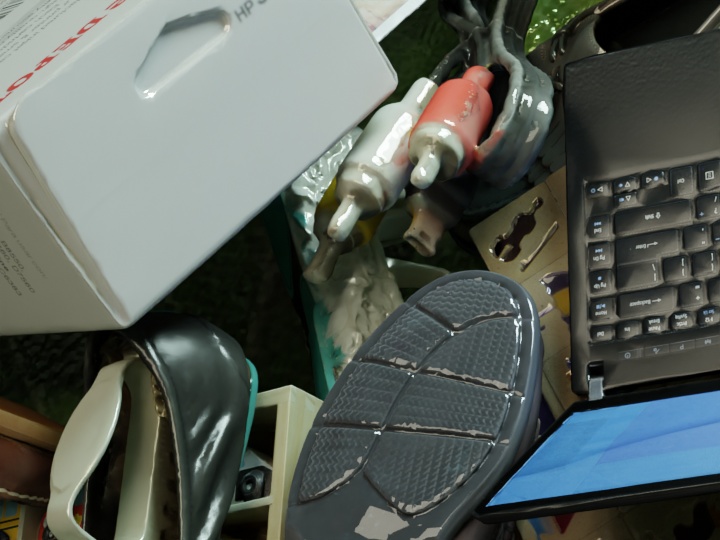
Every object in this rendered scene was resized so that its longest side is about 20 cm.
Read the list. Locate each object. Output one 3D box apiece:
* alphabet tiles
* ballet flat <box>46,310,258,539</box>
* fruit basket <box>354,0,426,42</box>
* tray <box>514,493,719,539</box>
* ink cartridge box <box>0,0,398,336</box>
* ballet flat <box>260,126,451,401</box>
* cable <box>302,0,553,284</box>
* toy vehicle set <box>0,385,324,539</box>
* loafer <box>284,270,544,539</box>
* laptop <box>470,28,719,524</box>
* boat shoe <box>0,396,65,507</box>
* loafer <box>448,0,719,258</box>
[{"bbox_3d":[0.115,0.030,0.794,0.167,0.008,0.201,-33,51,8],"label":"alphabet tiles"},{"bbox_3d":[-0.079,0.106,0.773,0.068,0.068,0.201,-19,58,38],"label":"ballet flat"},{"bbox_3d":[-0.015,-0.184,0.950,0.185,0.094,0.200,33,62,19],"label":"fruit basket"},{"bbox_3d":[0.039,0.126,0.805,0.199,0.037,0.099,-21,54,18],"label":"tray"},{"bbox_3d":[-0.105,-0.049,0.856,0.146,0.085,0.199,-43,22,-28],"label":"ink cartridge box"},{"bbox_3d":[0.000,0.000,0.896,0.071,0.072,0.201,-25,54,13],"label":"ballet flat"},{"bbox_3d":[0.037,-0.079,0.870,0.097,0.050,0.201,-36,25,42],"label":"cable"},{"bbox_3d":[-0.094,0.122,0.849,0.199,0.026,0.125,-17,59,37],"label":"toy vehicle set"},{"bbox_3d":[0.012,0.096,0.780,0.071,0.063,0.201,9,61,25],"label":"loafer"},{"bbox_3d":[0.130,-0.014,0.739,0.176,0.103,0.201,-10,64,23],"label":"laptop"},{"bbox_3d":[-0.189,0.063,0.889,0.199,0.070,0.071,13,79,37],"label":"boat shoe"},{"bbox_3d":[0.104,-0.084,0.878,0.199,0.063,0.072,-35,49,6],"label":"loafer"}]
